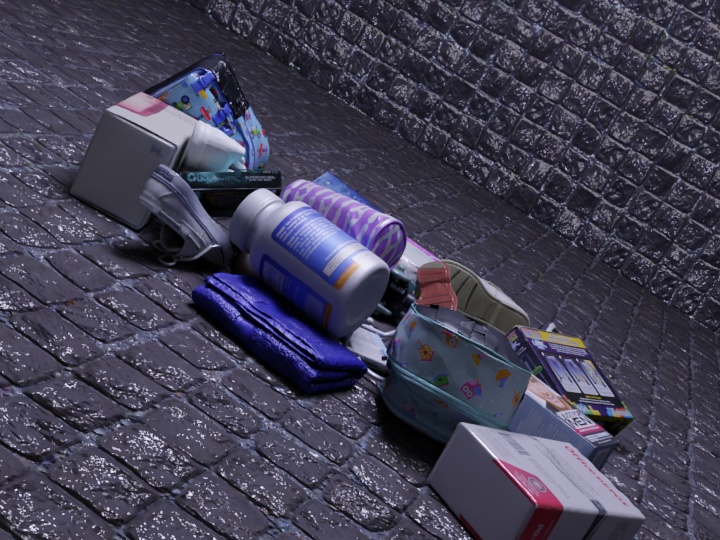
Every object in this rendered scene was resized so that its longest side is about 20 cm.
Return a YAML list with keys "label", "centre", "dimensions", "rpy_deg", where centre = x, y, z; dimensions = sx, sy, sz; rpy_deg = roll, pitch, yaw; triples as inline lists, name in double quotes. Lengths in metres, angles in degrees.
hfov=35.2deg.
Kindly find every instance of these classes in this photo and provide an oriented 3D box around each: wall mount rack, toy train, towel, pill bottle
- label: "wall mount rack"
  centre: [0.046, 0.087, 1.535]
  dimensions: [0.171, 0.075, 0.200]
  rpy_deg: [22, 17, -21]
- label: "toy train"
  centre: [0.000, 0.000, 1.745]
  dimensions: [0.198, 0.086, 0.114]
  rpy_deg: [31, 5, 2]
- label: "towel"
  centre: [-0.093, 0.070, 1.374]
  dimensions: [0.199, 0.050, 0.147]
  rpy_deg: [36, 16, 23]
- label: "pill bottle"
  centre: [-0.069, -0.016, 1.432]
  dimensions: [0.199, 0.113, 0.112]
  rpy_deg: [37, 16, 21]

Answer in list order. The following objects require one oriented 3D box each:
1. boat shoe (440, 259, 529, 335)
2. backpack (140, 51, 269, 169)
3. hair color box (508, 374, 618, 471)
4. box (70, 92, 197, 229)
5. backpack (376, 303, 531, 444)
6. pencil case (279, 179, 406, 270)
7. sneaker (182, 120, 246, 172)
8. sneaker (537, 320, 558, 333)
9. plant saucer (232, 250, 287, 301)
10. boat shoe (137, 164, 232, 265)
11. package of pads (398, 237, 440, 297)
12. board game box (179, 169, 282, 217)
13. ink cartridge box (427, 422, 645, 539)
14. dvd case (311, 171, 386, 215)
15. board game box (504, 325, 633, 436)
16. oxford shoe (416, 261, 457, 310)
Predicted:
- label: "boat shoe"
  centre: [0.210, 0.052, 2.011]
  dimensions: [0.199, 0.075, 0.068]
  rpy_deg: [38, 8, 1]
- label: "backpack"
  centre: [-0.242, -0.199, 1.725]
  dimensions: [0.202, 0.180, 0.135]
  rpy_deg: [61, 19, -19]
- label: "hair color box"
  centre: [0.252, 0.204, 1.583]
  dimensions: [0.199, 0.061, 0.098]
  rpy_deg: [37, 16, 28]
- label: "box"
  centre: [-0.303, -0.155, 1.559]
  dimensions: [0.108, 0.129, 0.200]
  rpy_deg: [27, 14, -4]
- label: "backpack"
  centre: [0.111, 0.127, 1.356]
  dimensions: [0.174, 0.155, 0.200]
  rpy_deg: [30, -6, -1]
- label: "pencil case"
  centre: [-0.031, -0.057, 1.523]
  dimensions: [0.198, 0.086, 0.084]
  rpy_deg: [23, -23, 39]
- label: "sneaker"
  centre: [-0.200, -0.142, 1.578]
  dimensions: [0.087, 0.077, 0.200]
  rpy_deg: [17, -12, -7]
- label: "sneaker"
  centre: [0.312, 0.146, 1.936]
  dimensions: [0.083, 0.071, 0.200]
  rpy_deg: [55, 18, 2]
- label: "plant saucer"
  centre: [-0.077, -0.016, 1.560]
  dimensions: [0.196, 0.033, 0.201]
  rpy_deg: [4, 26, -2]
- label: "boat shoe"
  centre: [-0.231, -0.045, 1.449]
  dimensions: [0.074, 0.087, 0.203]
  rpy_deg: [31, -16, 26]
- label: "package of pads"
  centre: [0.040, -0.031, 1.940]
  dimensions: [0.199, 0.069, 0.154]
  rpy_deg: [35, 14, 18]
- label: "board game box"
  centre: [-0.179, -0.104, 1.559]
  dimensions: [0.132, 0.029, 0.200]
  rpy_deg: [-1, -7, -8]
- label: "ink cartridge box"
  centre: [0.195, 0.253, 1.255]
  dimensions: [0.198, 0.085, 0.145]
  rpy_deg: [16, 20, -41]
- label: "dvd case"
  centre: [-0.067, -0.059, 1.680]
  dimensions: [0.142, 0.018, 0.199]
  rpy_deg: [37, 55, 24]
- label: "board game box"
  centre: [0.312, 0.173, 1.738]
  dimensions: [0.198, 0.057, 0.167]
  rpy_deg: [14, 37, -49]
- label: "oxford shoe"
  centre: [0.122, 0.067, 1.775]
  dimensions: [0.069, 0.075, 0.201]
  rpy_deg: [-5, 33, 11]
